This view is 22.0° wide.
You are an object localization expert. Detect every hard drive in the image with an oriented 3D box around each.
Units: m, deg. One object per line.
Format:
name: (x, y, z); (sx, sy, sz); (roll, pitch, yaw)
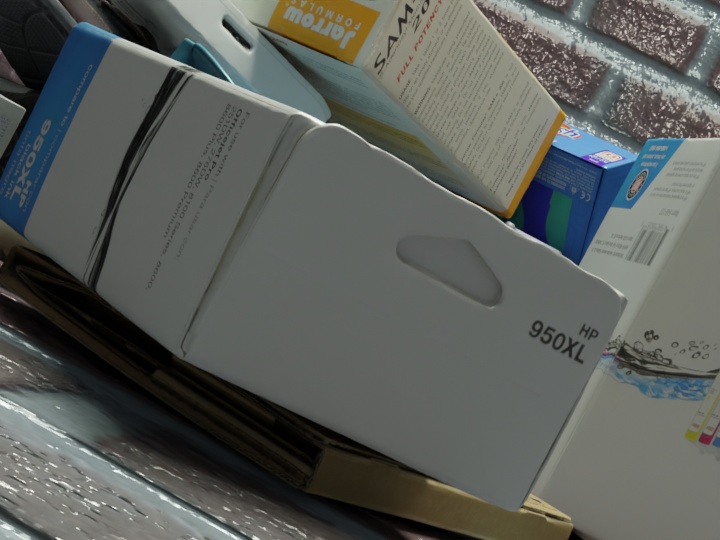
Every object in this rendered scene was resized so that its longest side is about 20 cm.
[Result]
hard drive: (-0.111, -0.118, 1.002); (0.132, 0.026, 0.199); (44, -18, -23)

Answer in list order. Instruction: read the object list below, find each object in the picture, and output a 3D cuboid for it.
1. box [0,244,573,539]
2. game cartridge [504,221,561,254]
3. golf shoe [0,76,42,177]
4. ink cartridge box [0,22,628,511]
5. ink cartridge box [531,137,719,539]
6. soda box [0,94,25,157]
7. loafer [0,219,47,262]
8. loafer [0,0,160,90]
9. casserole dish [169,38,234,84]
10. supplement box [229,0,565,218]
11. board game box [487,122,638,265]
box: (-0.024, 0.054, 0.711); (0.163, 0.021, 0.200); (29, 2, 34)
game cartridge: (0.000, 0.000, 1.034); (0.199, 0.130, 0.038); (27, -26, 0)
golf shoe: (-0.168, -0.059, 0.929); (0.199, 0.078, 0.094); (29, 1, -2)
ink cartridge box: (-0.026, -0.007, 0.645); (0.144, 0.085, 0.200); (27, 1, -30)
ink cartridge box: (0.177, 0.054, 0.946); (0.144, 0.201, 0.147); (29, 1, -8)
soda box: (-0.234, -0.082, 0.728); (0.068, 0.064, 0.199); (30, 3, 41)
loafer: (-0.093, -0.013, 0.812); (0.075, 0.069, 0.200); (28, 0, 18)
loafer: (-0.124, -0.096, 0.949); (0.071, 0.063, 0.201); (14, -31, 35)
casserole dish: (-0.048, -0.022, 0.887); (0.121, 0.039, 0.201); (50, -9, 45)
supplement box: (0.014, -0.115, 1.002); (0.125, 0.074, 0.200); (26, -6, 33)
board game box: (0.078, -0.001, 1.129); (0.151, 0.202, 0.045); (29, 28, 33)
